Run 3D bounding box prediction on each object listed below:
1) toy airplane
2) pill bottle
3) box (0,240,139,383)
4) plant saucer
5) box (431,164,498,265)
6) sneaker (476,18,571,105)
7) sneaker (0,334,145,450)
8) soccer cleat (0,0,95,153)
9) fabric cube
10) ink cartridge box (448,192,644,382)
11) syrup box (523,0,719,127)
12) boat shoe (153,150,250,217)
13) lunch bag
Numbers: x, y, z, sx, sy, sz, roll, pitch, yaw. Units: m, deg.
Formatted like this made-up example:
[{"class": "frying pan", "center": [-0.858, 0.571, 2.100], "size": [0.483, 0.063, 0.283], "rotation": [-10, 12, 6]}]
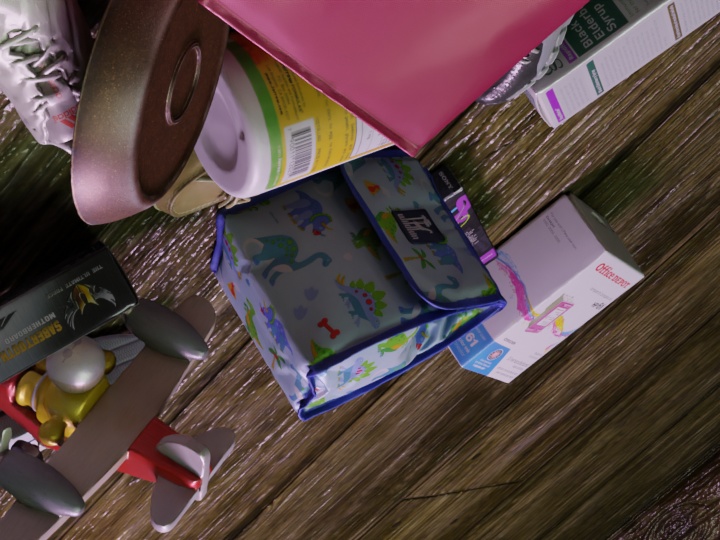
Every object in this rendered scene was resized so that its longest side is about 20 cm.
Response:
[{"class": "toy airplane", "center": [-0.196, 0.110, 1.299], "size": [0.198, 0.200, 0.142], "rotation": [-16, 133, -2]}, {"class": "pill bottle", "center": [-0.018, -0.133, 1.200], "size": [0.199, 0.111, 0.111], "rotation": [-22, 155, -26]}, {"class": "box", "center": [-0.261, 0.048, 1.230], "size": [0.199, 0.049, 0.158], "rotation": [-30, -173, -9]}, {"class": "plant saucer", "center": [-0.122, -0.119, 1.039], "size": [0.200, 0.034, 0.201], "rotation": [19, 90, -83]}, {"class": "box", "center": [0.051, -0.016, 1.619], "size": [0.143, 0.036, 0.200], "rotation": [-35, 158, 1]}, {"class": "sneaker", "center": [0.126, -0.203, 1.263], "size": [0.200, 0.075, 0.115], "rotation": [-55, 173, 24]}, {"class": "sneaker", "center": [-0.249, 0.107, 1.446], "size": [0.199, 0.073, 0.071], "rotation": [-15, 166, -22]}, {"class": "soccer cleat", "center": [-0.188, -0.122, 1.014], "size": [0.069, 0.078, 0.200], "rotation": [-16, 160, 10]}, {"class": "fabric cube", "center": [0.013, -0.224, 0.908], "size": [0.199, 0.200, 0.196], "rotation": [-41, 142, 17]}, {"class": "ink cartridge box", "center": [0.188, 0.022, 1.807], "size": [0.200, 0.085, 0.144], "rotation": [-41, 156, 14]}, {"class": "syrup box", "center": [0.209, -0.213, 1.378], "size": [0.200, 0.079, 0.081], "rotation": [-34, 157, 3]}, {"class": "boat shoe", "center": [-0.066, -0.092, 1.280], "size": [0.200, 0.063, 0.073], "rotation": [-29, 157, -11]}, {"class": "lunch bag", "center": [0.000, 0.000, 1.411], "size": [0.199, 0.171, 0.128], "rotation": [-23, 158, -22]}]
